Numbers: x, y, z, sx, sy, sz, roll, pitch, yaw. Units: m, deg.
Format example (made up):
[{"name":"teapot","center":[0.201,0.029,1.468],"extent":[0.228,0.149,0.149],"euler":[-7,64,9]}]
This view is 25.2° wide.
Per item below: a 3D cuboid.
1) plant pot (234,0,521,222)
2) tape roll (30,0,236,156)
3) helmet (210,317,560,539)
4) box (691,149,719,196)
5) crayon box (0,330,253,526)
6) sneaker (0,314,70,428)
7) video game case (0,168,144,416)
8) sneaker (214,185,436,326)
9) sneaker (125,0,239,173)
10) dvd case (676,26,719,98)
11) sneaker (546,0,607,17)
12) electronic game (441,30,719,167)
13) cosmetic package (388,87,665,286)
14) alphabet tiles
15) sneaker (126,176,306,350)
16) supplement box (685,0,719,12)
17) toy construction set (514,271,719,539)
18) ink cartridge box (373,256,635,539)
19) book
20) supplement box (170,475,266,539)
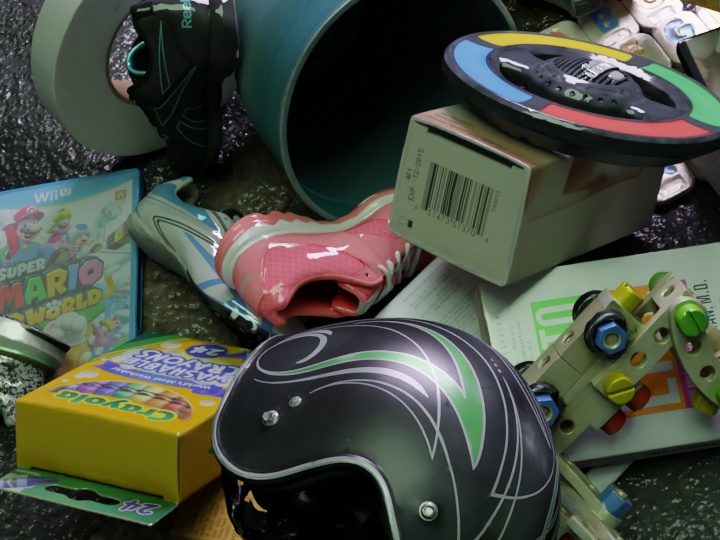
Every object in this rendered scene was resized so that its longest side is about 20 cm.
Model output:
[{"name":"plant pot","center":[-0.012,-0.163,1.213],"extent":[0.200,0.201,0.188],"euler":[-34,42,-9]},{"name":"tape roll","center":[-0.161,-0.182,1.247],"extent":[0.203,0.203,0.037],"euler":[-39,57,-13]},{"name":"helmet","center":[0.023,0.125,0.934],"extent":[0.190,0.200,0.201],"euler":[9,60,20]},{"name":"box","center":[0.344,-0.113,1.160],"extent":[0.199,0.060,0.117],"euler":[-29,62,-6]},{"name":"crayon box","center":[-0.139,0.098,1.073],"extent":[0.125,0.052,0.200],"euler":[9,18,23]},{"name":"sneaker","center":[-0.315,0.077,1.177],"extent":[0.199,0.077,0.089],"euler":[3,67,19]},{"name":"video game case","center":[-0.238,0.016,1.248],"extent":[0.142,0.018,0.201],"euler":[-10,56,8]},{"name":"sneaker","center":[0.000,0.000,1.141],"extent":[0.199,0.074,0.087],"euler":[-12,45,-26]},{"name":"sneaker","center":[-0.140,-0.144,1.218],"extent":[0.079,0.200,0.076],"euler":[-3,58,-13]},{"name":"dvd case","center":[0.320,-0.101,1.112],"extent":[0.142,0.018,0.201],"euler":[-18,61,-1]},{"name":"sneaker","center":[0.126,-0.270,1.309],"extent":[0.200,0.074,0.079],"euler":[33,66,29]},{"name":"electronic game","center":[0.152,-0.120,1.082],"extent":[0.199,0.042,0.200],"euler":[11,24,-5]},{"name":"cosmetic package","center":[0.121,-0.066,1.108],"extent":[0.103,0.088,0.200],"euler":[25,27,29]},{"name":"alphabet tiles","center":[0.228,-0.144,1.242],"extent":[0.199,0.015,0.196],"euler":[-27,55,-4]},{"name":"sneaker","center":[-0.096,-0.002,1.193],"extent":[0.072,0.072,0.200],"euler":[-44,59,-8]},{"name":"supplement box","center":[0.254,-0.236,1.165],"extent":[0.066,0.069,0.200],"euler":[-35,38,-23]},{"name":"toy construction set","center":[0.171,0.084,1.009],"extent":[0.200,0.131,0.092],"euler":[-52,18,-4]},{"name":"ink cartridge box","center":[0.106,0.077,1.120],"extent":[0.160,0.047,0.200],"euler":[-43,72,-15]},{"name":"book","center":[0.186,0.059,1.078],"extent":[0.199,0.048,0.134],"euler":[-9,70,-3]},{"name":"supplement box","center":[-0.019,0.178,1.061],"extent":[0.199,0.067,0.069],"euler":[8,60,17]}]
